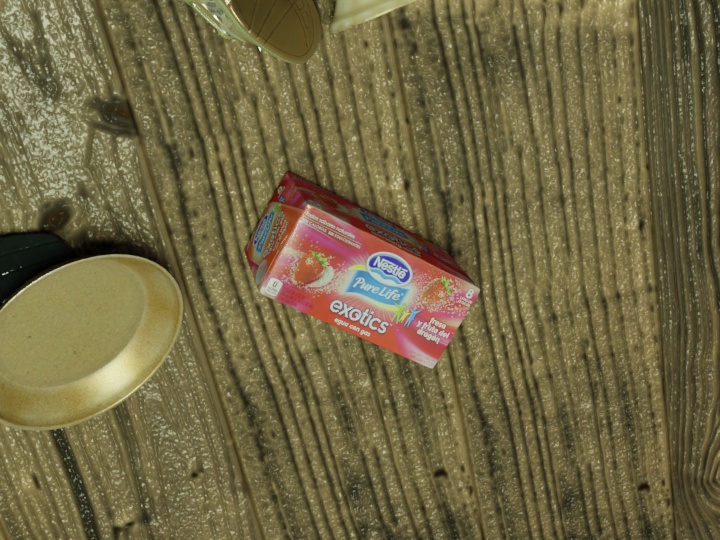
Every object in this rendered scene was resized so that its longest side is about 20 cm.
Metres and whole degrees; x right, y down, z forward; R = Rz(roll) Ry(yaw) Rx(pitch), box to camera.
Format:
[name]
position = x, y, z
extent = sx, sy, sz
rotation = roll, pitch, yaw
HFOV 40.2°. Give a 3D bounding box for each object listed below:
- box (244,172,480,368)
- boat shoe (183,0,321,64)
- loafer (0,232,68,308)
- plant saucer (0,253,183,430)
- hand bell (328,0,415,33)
[box]
position = 0.000, 0.000, 0.936
extent = 0.198, 0.100, 0.096
rotation = 25, 104, -24
[boat shoe]
position = -0.117, -0.246, 0.826
extent = 0.199, 0.062, 0.074
rotation = 38, 72, -29
[loafer]
position = -0.349, 0.032, 0.877
extent = 0.198, 0.073, 0.073
rotation = -27, 156, -11
[plant saucer]
position = -0.256, 0.058, 0.887
extent = 0.199, 0.035, 0.202
rotation = -27, 142, -24
[hand bell]
position = -0.014, -0.313, 0.820
extent = 0.103, 0.104, 0.202
rotation = -23, 104, -5
